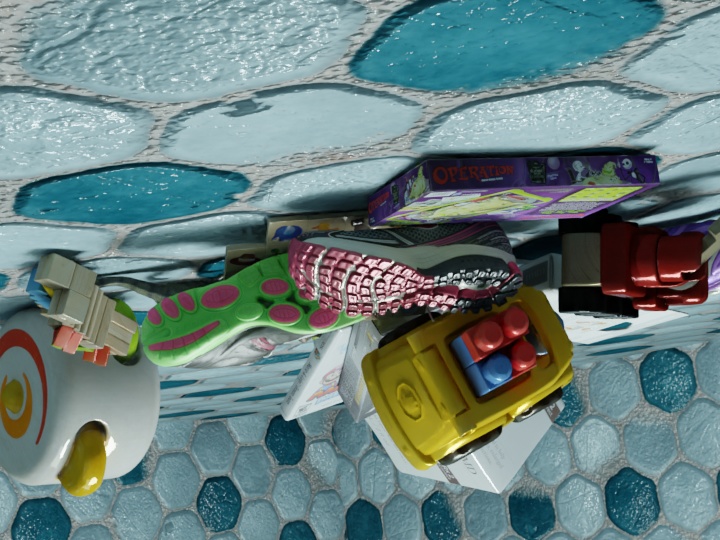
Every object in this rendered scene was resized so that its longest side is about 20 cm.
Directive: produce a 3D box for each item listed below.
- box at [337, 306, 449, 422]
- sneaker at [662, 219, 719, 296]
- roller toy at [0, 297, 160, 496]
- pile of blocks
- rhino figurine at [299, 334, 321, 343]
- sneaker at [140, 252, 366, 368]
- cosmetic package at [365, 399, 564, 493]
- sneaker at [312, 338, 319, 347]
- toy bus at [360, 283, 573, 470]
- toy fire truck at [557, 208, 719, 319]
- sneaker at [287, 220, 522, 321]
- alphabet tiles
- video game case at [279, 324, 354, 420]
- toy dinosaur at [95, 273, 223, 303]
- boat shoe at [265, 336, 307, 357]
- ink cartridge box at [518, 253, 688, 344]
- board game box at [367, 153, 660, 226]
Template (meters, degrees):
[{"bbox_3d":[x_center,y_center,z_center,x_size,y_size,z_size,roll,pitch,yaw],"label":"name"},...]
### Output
[{"bbox_3d":[0.063,0.071,1.265,0.157,0.048,0.201,-24,154,-23],"label":"box"},{"bbox_3d":[0.315,-0.010,1.246,0.199,0.081,0.083,-15,162,42],"label":"sneaker"},{"bbox_3d":[-0.313,0.134,1.251,0.139,0.202,0.182,3,172,-43],"label":"roller toy"},{"bbox_3d":[-0.266,0.045,1.065,0.081,0.063,0.200,10,161,7],"label":"pile of blocks"},{"bbox_3d":[0.024,0.053,1.434,0.198,0.060,0.087,-4,173,-28],"label":"rhino figurine"},{"bbox_3d":[-0.088,0.037,1.018,0.198,0.077,0.084,-11,164,2],"label":"sneaker"},{"bbox_3d":[0.121,0.163,1.541,0.165,0.165,0.199,-47,-153,-27],"label":"cosmetic package"},{"bbox_3d":[0.031,0.085,1.528,0.198,0.084,0.072,-13,171,-2],"label":"sneaker"},{"bbox_3d":[0.124,0.074,1.078,0.199,0.136,0.192,-25,169,-25],"label":"toy bus"},{"bbox_3d":[0.296,-0.022,1.092,0.198,0.130,0.176,-1,175,27],"label":"toy fire truck"},{"bbox_3d":[0.034,-0.009,0.979,0.198,0.075,0.081,4,142,-22],"label":"sneaker"},{"bbox_3d":[-0.023,0.001,1.045,0.198,0.008,0.168,-5,146,-13],"label":"alphabet tiles"},{"bbox_3d":[0.020,0.088,1.331,0.199,0.024,0.183,-15,150,-35],"label":"video game case"},{"bbox_3d":[-0.173,0.026,1.140,0.198,0.048,0.088,10,-172,4],"label":"toy dinosaur"},{"bbox_3d":[-0.113,0.057,1.216,0.200,0.075,0.086,-5,-160,-28],"label":"boat shoe"},{"bbox_3d":[0.232,0.035,1.302,0.172,0.044,0.200,9,164,-21],"label":"ink cartridge box"},{"bbox_3d":[0.118,-0.062,0.924,0.198,0.033,0.120,-3,167,-23],"label":"board game box"}]
